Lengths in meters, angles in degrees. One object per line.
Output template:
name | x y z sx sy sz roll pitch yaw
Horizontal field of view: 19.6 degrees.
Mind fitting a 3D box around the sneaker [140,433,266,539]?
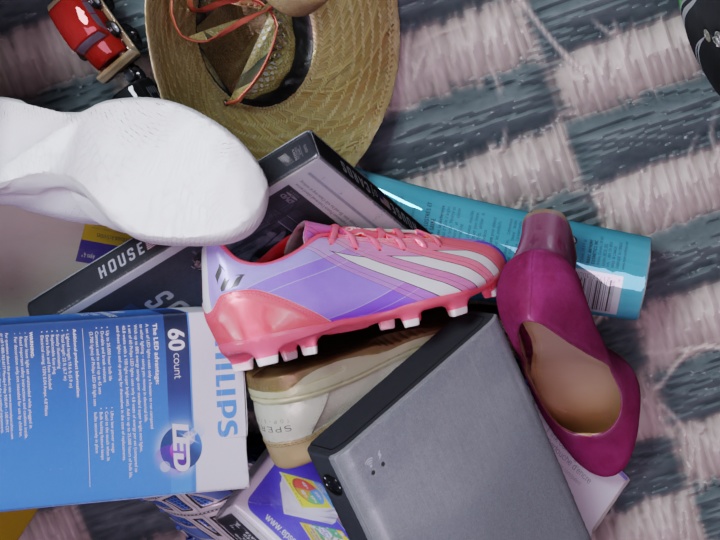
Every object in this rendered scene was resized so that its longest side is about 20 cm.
sneaker | -0.103 0.135 1.290 0.199 0.076 0.077 17 106 -4

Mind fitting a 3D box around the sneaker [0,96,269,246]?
sneaker | -0.134 -0.052 1.145 0.199 0.088 0.076 12 79 20

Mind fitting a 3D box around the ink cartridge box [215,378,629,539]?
ink cartridge box | 0.042 0.139 1.271 0.198 0.043 0.200 44 62 -9

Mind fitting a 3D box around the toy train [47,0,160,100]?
toy train | -0.158 -0.143 1.212 0.034 0.046 0.200 -36 87 24

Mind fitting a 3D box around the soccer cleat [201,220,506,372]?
soccer cleat | 0.000 0.000 1.166 0.200 0.067 0.077 -16 92 -33

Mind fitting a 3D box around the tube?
tube | 0.075 -0.011 1.263 0.199 0.050 0.078 10 95 3

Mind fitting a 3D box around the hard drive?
hard drive | 0.061 0.144 1.198 0.139 0.033 0.200 -40 118 -30

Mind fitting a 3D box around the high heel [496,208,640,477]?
high heel | 0.119 0.068 1.222 0.067 0.096 0.200 -10 125 20

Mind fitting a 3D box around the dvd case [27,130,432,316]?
dvd case | -0.071 0.006 1.214 0.200 0.025 0.150 -31 145 17

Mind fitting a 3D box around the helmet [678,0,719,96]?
helmet | 0.265 -0.157 1.140 0.199 0.191 0.201 -4 71 13

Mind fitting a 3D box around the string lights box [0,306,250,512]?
string lights box | -0.164 0.076 1.145 0.199 0.059 0.103 -3 92 -22

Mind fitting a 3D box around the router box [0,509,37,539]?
router box | -0.274 0.090 1.213 0.199 0.052 0.157 17 134 -21

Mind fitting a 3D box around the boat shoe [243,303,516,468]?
boat shoe | 0.017 0.065 1.223 0.200 0.074 0.067 -14 104 -36

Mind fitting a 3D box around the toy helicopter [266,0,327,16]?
toy helicopter | -0.008 -0.216 1.151 0.132 0.200 0.079 35 145 -26

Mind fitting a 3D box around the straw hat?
straw hat | -0.074 -0.140 1.206 0.085 0.201 0.202 7 111 43

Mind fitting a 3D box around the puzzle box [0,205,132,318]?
puzzle box | -0.186 -0.026 1.240 0.199 0.025 0.133 10 106 -24
